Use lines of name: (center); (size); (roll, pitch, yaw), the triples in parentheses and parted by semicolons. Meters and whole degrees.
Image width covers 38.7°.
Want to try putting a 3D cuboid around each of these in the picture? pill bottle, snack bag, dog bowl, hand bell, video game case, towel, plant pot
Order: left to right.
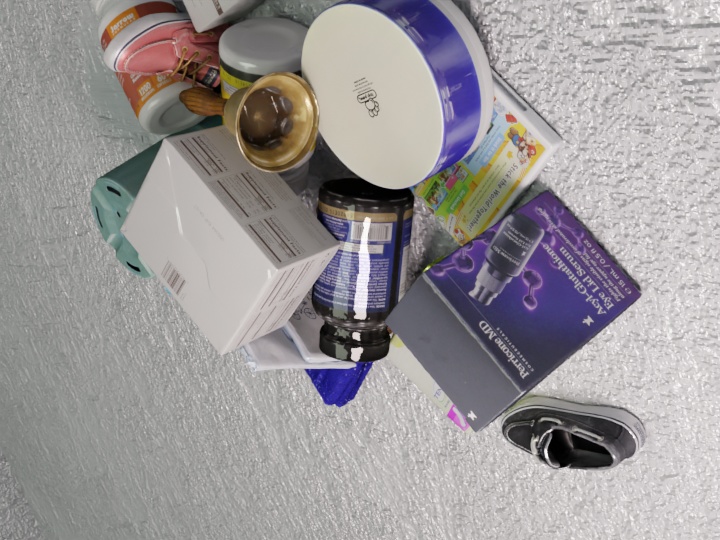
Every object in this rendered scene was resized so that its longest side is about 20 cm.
pill bottle: (-0.273, -0.287, 1.337); (0.200, 0.112, 0.112); (61, 147, 14)
plant pot: (-0.243, -0.097, 1.393); (0.200, 0.196, 0.201); (30, 137, 32)
hand bell: (-0.144, -0.179, 1.129); (0.200, 0.104, 0.104); (24, 135, 48)
pill bottle: (-0.109, -0.188, 1.227); (0.114, 0.114, 0.200); (33, 138, 30)
snack bag: (-0.108, 0.046, 1.281); (0.021, 0.200, 0.189); (-47, 62, 25)
towel: (-0.065, 0.082, 1.422); (0.200, 0.049, 0.148); (53, 147, 22)
pill bottle: (0.000, 0.000, 1.201); (0.112, 0.112, 0.200); (20, 113, 41)
dog bowl: (0.034, -0.188, 1.046); (0.200, 0.079, 0.200); (31, 137, 33)
video game case: (0.103, -0.137, 1.091); (0.182, 0.023, 0.200); (48, 144, 13)

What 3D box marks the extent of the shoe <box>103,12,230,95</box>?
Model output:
shoe: (-0.207, -0.255, 1.227); (0.091, 0.200, 0.072); (45, 127, 11)

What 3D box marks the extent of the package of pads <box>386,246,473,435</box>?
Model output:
package of pads: (0.117, 0.084, 1.208); (0.154, 0.068, 0.200); (43, 143, 19)

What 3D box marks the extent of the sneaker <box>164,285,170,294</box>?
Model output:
sneaker: (-0.205, 0.012, 1.445); (0.200, 0.130, 0.080); (-161, 57, -68)

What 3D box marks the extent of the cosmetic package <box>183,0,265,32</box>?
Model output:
cosmetic package: (-0.134, -0.359, 1.150); (0.200, 0.081, 0.113); (-18, 100, 56)

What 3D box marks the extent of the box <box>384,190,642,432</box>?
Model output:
box: (0.151, 0.038, 1.013); (0.148, 0.200, 0.104); (49, 145, 11)

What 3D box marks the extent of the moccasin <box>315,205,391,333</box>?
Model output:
moccasin: (-0.017, 0.006, 1.300); (0.074, 0.078, 0.202); (15, 128, 44)

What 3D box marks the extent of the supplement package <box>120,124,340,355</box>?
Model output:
supplement package: (-0.151, -0.038, 1.166); (0.200, 0.111, 0.156); (49, 130, 15)

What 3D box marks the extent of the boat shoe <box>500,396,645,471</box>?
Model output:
boat shoe: (0.225, 0.193, 1.164); (0.200, 0.068, 0.072); (-2, 115, 51)
